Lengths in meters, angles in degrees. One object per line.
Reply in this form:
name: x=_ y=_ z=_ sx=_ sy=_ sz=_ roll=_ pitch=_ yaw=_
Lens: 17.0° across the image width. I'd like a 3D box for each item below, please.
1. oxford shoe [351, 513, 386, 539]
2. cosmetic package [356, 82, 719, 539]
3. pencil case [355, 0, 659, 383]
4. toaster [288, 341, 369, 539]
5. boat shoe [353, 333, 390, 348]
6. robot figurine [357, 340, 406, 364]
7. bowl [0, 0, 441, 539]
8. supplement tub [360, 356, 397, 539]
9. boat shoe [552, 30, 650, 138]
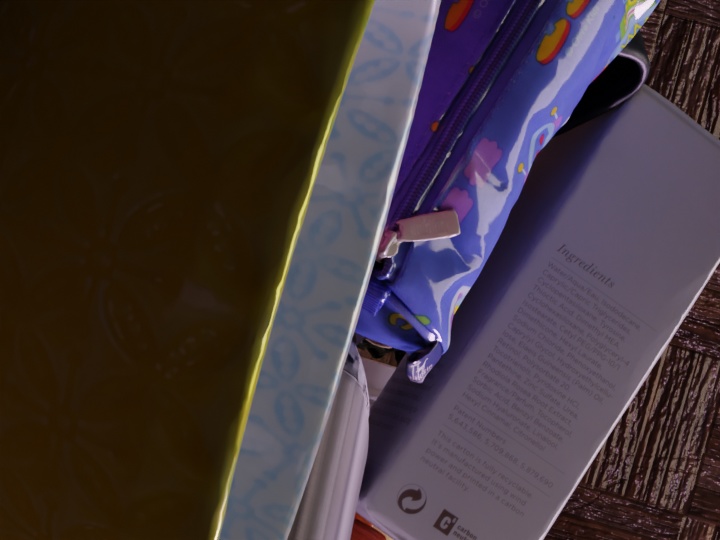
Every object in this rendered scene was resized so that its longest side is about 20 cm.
oxford shoe: x=-0.032 y=0.115 z=1.049 sx=0.073 sy=0.071 sz=0.200 roll=-54 pitch=-174 yaw=12
cosmetic package: x=0.072 y=0.027 z=0.969 sx=0.200 sy=0.074 sz=0.102 roll=-55 pitch=-171 yaw=-5
pencil case: x=0.043 y=-0.064 z=0.843 sx=0.200 sy=0.078 sz=0.087 roll=-56 pitch=-175 yaw=-7
toaster: x=-0.059 y=0.093 z=0.863 sx=0.200 sy=0.113 sz=0.129 roll=96 pitch=7 yaw=-63
boat shoe: x=0.000 y=0.000 z=1.009 sx=0.200 sy=0.071 sz=0.069 roll=-34 pitch=117 yaw=-28
robot figurine: x=0.043 y=-0.014 z=1.215 sx=0.200 sy=0.145 sz=0.058 roll=42 pitch=32 yaw=-49
bowl: x=-0.053 y=-0.020 z=0.518 sx=0.200 sy=0.107 sz=0.201 roll=17 pitch=90 yaw=-86
supplement tub: x=-0.022 y=0.143 z=1.269 sx=0.145 sy=0.144 sz=0.200 roll=46 pitch=60 yaw=-85
boat shoe: x=0.020 y=-0.057 z=0.919 sx=0.062 sy=0.200 sz=0.075 roll=62 pitch=-4 yaw=33
